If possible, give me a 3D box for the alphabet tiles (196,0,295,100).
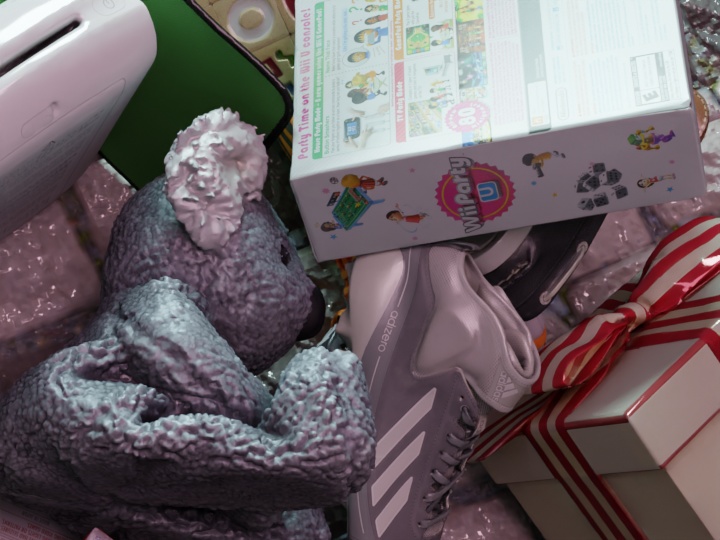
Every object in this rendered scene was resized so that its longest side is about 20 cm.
[{"bbox_3d":[-0.058,-0.175,1.317,0.200,0.006,0.167,-24,93,8],"label":"alphabet tiles"}]

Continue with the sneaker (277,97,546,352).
[{"bbox_3d":[0.000,0.000,1.312,0.112,0.078,0.200,-39,78,-18],"label":"sneaker"}]

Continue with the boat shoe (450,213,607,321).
[{"bbox_3d":[0.115,-0.063,1.293,0.060,0.076,0.200,47,70,-30],"label":"boat shoe"}]

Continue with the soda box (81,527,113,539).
[{"bbox_3d":[-0.162,0.224,1.149,0.070,0.063,0.200,37,62,-5],"label":"soda box"}]

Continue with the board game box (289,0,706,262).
[{"bbox_3d":[0.067,-0.092,1.230,0.200,0.064,0.148,-9,44,10],"label":"board game box"}]

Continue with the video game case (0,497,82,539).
[{"bbox_3d":[-0.156,0.191,1.212,0.200,0.022,0.182,25,64,-11],"label":"video game case"}]

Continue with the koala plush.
[{"bbox_3d":[-0.086,0.031,1.206,0.184,0.177,0.200,10,62,-8],"label":"koala plush"}]

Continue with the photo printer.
[{"bbox_3d":[-0.189,-0.066,1.195,0.166,0.200,0.069,-38,87,-27],"label":"photo printer"}]

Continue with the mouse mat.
[{"bbox_3d":[-0.132,-0.118,1.258,0.200,0.161,0.008,45,55,0],"label":"mouse mat"}]

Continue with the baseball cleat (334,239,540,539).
[{"bbox_3d":[0.039,0.084,1.224,0.070,0.106,0.200,-29,116,-64],"label":"baseball cleat"}]

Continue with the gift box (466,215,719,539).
[{"bbox_3d":[0.172,0.093,1.286,0.185,0.200,0.187,-42,103,-31],"label":"gift box"}]

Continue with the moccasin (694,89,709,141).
[{"bbox_3d":[0.113,-0.121,1.397,0.201,0.078,0.074,27,63,-9],"label":"moccasin"}]
